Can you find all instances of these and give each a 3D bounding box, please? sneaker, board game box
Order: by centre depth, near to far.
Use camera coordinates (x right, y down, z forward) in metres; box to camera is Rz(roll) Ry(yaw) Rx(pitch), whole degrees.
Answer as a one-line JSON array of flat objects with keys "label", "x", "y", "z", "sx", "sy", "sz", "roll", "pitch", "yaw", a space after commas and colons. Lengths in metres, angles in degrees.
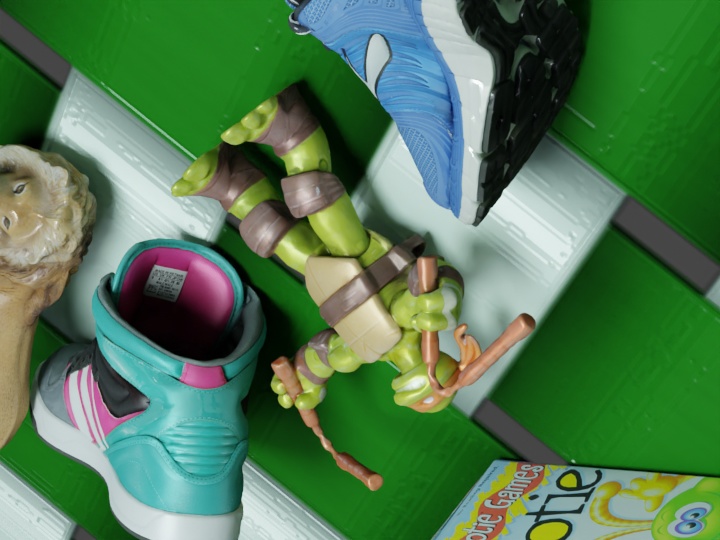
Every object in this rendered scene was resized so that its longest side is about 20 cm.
[{"label": "sneaker", "x": 0.025, "y": -0.095, "z": 0.965, "sx": 0.089, "sy": 0.079, "sz": 0.201, "roll": 25, "pitch": 152, "yaw": 25}, {"label": "board game box", "x": 0.127, "y": 0.157, "z": 1.114, "sx": 0.199, "sy": 0.103, "sz": 0.105, "roll": 1, "pitch": 127, "yaw": 42}, {"label": "sneaker", "x": -0.103, "y": 0.040, "z": 1.232, "sx": 0.200, "sy": 0.083, "sz": 0.122, "roll": 35, "pitch": 119, "yaw": 58}]

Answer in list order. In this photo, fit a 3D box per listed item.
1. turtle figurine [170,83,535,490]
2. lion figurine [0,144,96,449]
[{"label": "turtle figurine", "x": 0.000, "y": 0.000, "z": 1.109, "sx": 0.162, "sy": 0.064, "sz": 0.200, "roll": 53, "pitch": 152, "yaw": -1}, {"label": "lion figurine", "x": -0.183, "y": 0.026, "z": 1.266, "sx": 0.122, "sy": 0.072, "sz": 0.201, "roll": 24, "pitch": 119, "yaw": 33}]
